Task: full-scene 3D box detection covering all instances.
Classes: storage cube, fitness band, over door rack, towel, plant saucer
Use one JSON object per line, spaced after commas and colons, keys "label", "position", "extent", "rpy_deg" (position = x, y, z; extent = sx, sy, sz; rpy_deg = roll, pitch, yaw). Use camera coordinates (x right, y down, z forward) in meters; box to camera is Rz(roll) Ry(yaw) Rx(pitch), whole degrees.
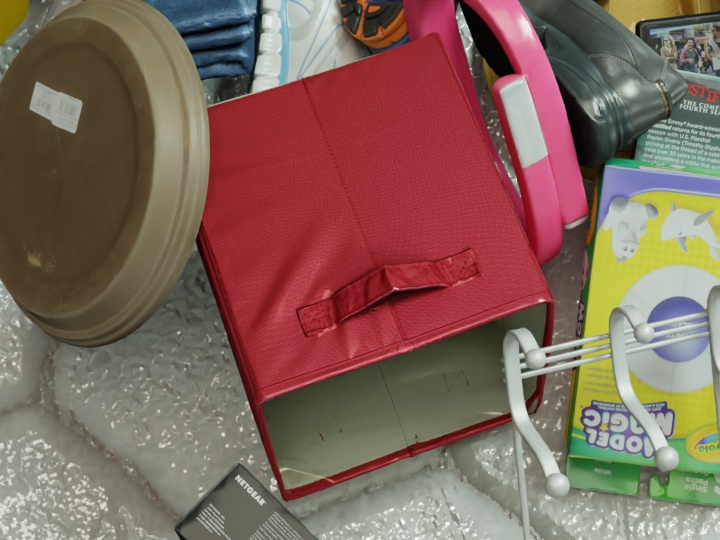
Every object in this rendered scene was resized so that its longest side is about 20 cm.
{"label": "storage cube", "position": [0.000, 0.000, 1.090], "extent": [0.169, 0.200, 0.181], "rpy_deg": [-19, 66, -6]}
{"label": "fitness band", "position": [0.079, -0.095, 1.123], "extent": [0.037, 0.201, 0.144], "rpy_deg": [-25, 35, -11]}
{"label": "over door rack", "position": [0.154, 0.118, 1.040], "extent": [0.146, 0.067, 0.202], "rpy_deg": [-11, 112, -21]}
{"label": "towel", "position": [-0.125, -0.205, 1.207], "extent": [0.110, 0.049, 0.201], "rpy_deg": [-8, 52, -1]}
{"label": "plant saucer", "position": [-0.159, -0.058, 1.070], "extent": [0.029, 0.199, 0.202], "rpy_deg": [6, 63, -44]}

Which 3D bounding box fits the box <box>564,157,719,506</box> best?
{"label": "box", "position": [0.185, 0.041, 1.112], "extent": [0.116, 0.048, 0.202], "rpy_deg": [6, 102, 3]}

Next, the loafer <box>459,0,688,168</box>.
{"label": "loafer", "position": [0.118, -0.144, 1.132], "extent": [0.072, 0.073, 0.201], "rpy_deg": [-24, 55, -13]}

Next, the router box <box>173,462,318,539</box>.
{"label": "router box", "position": [-0.010, 0.208, 1.036], "extent": [0.200, 0.157, 0.052], "rpy_deg": [43, 76, 13]}

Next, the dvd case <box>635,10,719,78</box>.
{"label": "dvd case", "position": [0.246, -0.060, 1.153], "extent": [0.141, 0.018, 0.202], "rpy_deg": [-7, 99, -1]}

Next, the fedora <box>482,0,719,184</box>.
{"label": "fedora", "position": [0.171, -0.155, 1.199], "extent": [0.198, 0.082, 0.203], "rpy_deg": [0, 70, 0]}

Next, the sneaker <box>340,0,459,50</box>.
{"label": "sneaker", "position": [0.036, -0.211, 1.233], "extent": [0.075, 0.078, 0.202], "rpy_deg": [-14, 51, 35]}

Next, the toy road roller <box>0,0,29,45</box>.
{"label": "toy road roller", "position": [-0.260, -0.230, 1.172], "extent": [0.122, 0.147, 0.201], "rpy_deg": [18, 41, 7]}

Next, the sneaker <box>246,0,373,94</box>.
{"label": "sneaker", "position": [-0.028, -0.149, 1.215], "extent": [0.086, 0.075, 0.202], "rpy_deg": [7, 75, -9]}

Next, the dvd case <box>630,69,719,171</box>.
{"label": "dvd case", "position": [0.224, -0.012, 1.134], "extent": [0.144, 0.022, 0.202], "rpy_deg": [9, 101, 3]}
